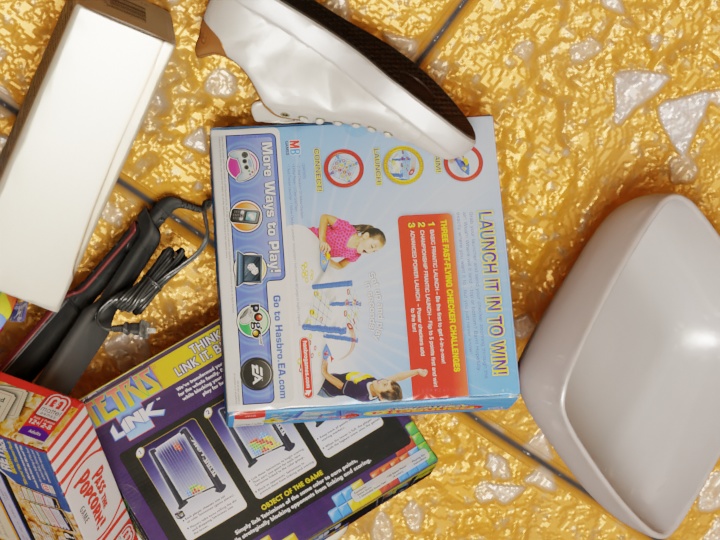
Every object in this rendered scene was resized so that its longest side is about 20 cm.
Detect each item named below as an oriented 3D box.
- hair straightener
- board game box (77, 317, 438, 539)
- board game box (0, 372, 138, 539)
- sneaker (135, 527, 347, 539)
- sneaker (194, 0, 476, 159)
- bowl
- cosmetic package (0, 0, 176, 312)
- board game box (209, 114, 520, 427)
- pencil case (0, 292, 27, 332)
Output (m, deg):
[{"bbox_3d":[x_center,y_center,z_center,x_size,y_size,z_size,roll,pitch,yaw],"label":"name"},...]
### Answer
[{"bbox_3d":[-0.161,0.026,1.415,0.200,0.077,0.041,-48,147,-19],"label":"hair straightener"},{"bbox_3d":[-0.074,0.118,1.427,0.200,0.057,0.165,-29,78,-12],"label":"board game box"},{"bbox_3d":[-0.258,0.123,1.388,0.200,0.046,0.152,17,142,25],"label":"board game box"},{"bbox_3d":[-0.104,0.183,1.488,0.200,0.093,0.070,9,108,-9],"label":"sneaker"},{"bbox_3d":[-0.019,-0.120,1.387,0.200,0.073,0.085,33,109,0],"label":"sneaker"},{"bbox_3d":[0.190,0.063,1.445,0.200,0.075,0.200,50,62,-39],"label":"bowl"},{"bbox_3d":[-0.195,-0.086,1.380,0.073,0.104,0.200,21,106,-14],"label":"cosmetic package"},{"bbox_3d":[0.000,0.000,1.406,0.196,0.056,0.200,-3,76,-6],"label":"board game box"},{"bbox_3d":[-0.324,-0.003,1.402,0.200,0.088,0.088,38,101,-15],"label":"pencil case"}]
